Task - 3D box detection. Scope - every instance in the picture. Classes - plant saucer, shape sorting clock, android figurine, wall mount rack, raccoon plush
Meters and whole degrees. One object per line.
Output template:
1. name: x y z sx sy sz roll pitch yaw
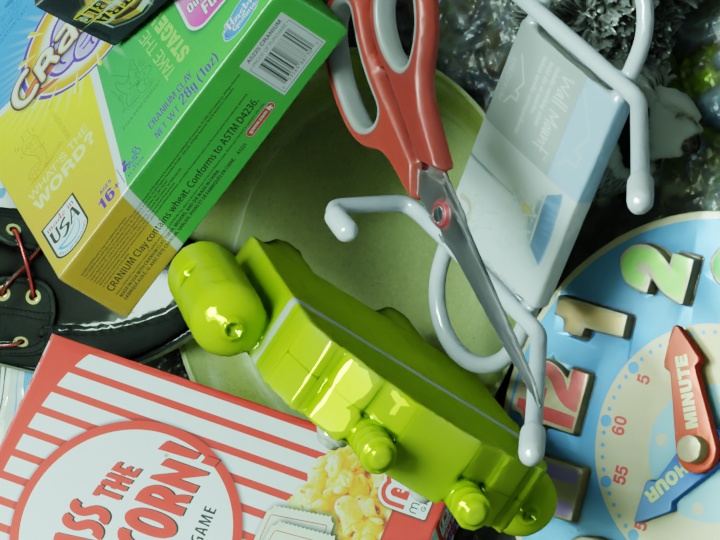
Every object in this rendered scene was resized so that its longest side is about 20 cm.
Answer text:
1. plant saucer: 0.000 0.000 1.300 0.199 0.031 0.202 -3 84 35
2. shape sorting clock: 0.146 0.075 1.188 0.199 0.039 0.202 -3 85 35
3. android figurine: 0.006 0.048 1.157 0.041 0.181 0.200 -54 23 9
4. wall mount rack: 0.064 -0.026 1.131 0.174 0.074 0.201 46 128 39
5. raccoon plush: 0.076 -0.118 1.230 0.200 0.096 0.135 43 118 38

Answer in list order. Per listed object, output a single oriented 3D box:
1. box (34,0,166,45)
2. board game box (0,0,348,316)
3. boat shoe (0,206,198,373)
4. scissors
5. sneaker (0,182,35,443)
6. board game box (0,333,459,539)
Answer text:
1. box: -0.076 -0.218 1.185 0.159 0.046 0.201 -36 46 34
2. board game box: -0.101 -0.095 1.221 0.153 0.040 0.200 -52 38 10
3. boat shoe: -0.164 0.008 1.329 0.200 0.063 0.074 1 75 13
4. scissors: 0.027 -0.029 1.119 0.073 0.014 0.201 -36 64 48
5. sneaker: -0.160 0.020 1.394 0.072 0.072 0.201 -13 74 5
6. board game box: -0.073 0.130 1.236 0.199 0.046 0.152 17 69 16
